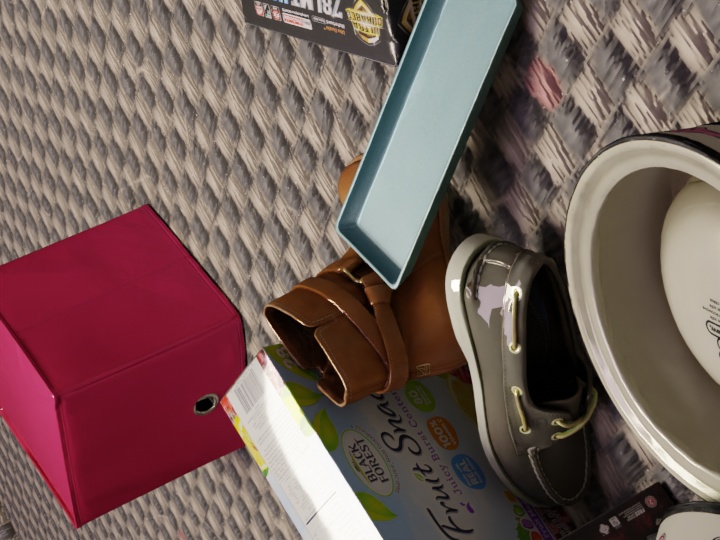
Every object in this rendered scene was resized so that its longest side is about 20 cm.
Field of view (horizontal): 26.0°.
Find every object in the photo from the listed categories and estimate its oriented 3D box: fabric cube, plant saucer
[{"bbox_3d":[-0.247,0.093,1.555,0.200,0.198,0.198,46,147,37],"label":"fabric cube"},{"bbox_3d":[0.041,-0.090,0.945,0.070,0.019,0.201,45,126,37],"label":"plant saucer"}]

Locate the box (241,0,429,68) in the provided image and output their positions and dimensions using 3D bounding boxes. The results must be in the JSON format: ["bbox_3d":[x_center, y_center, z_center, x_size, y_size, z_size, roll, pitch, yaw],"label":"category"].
[{"bbox_3d":[-0.030,-0.245,0.999,0.199,0.049,0.200,27,135,54],"label":"box"}]

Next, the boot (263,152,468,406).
[{"bbox_3d":[0.000,0.000,1.026,0.200,0.154,0.074,41,145,42],"label":"boot"}]

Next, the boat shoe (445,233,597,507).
[{"bbox_3d":[0.110,0.071,0.968,0.060,0.072,0.203,11,131,44],"label":"boat shoe"}]

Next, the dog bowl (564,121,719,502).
[{"bbox_3d":[0.189,0.017,0.761,0.200,0.073,0.202,44,147,38],"label":"dog bowl"}]

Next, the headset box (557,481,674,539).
[{"bbox_3d":[0.167,0.252,0.922,0.201,0.148,0.075,58,154,19],"label":"headset box"}]

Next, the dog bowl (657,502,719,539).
[{"bbox_3d":[0.216,0.207,0.769,0.199,0.074,0.201,35,161,14],"label":"dog bowl"}]

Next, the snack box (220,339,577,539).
[{"bbox_3d":[0.029,0.133,1.023,0.201,0.168,0.068,55,129,23],"label":"snack box"}]
